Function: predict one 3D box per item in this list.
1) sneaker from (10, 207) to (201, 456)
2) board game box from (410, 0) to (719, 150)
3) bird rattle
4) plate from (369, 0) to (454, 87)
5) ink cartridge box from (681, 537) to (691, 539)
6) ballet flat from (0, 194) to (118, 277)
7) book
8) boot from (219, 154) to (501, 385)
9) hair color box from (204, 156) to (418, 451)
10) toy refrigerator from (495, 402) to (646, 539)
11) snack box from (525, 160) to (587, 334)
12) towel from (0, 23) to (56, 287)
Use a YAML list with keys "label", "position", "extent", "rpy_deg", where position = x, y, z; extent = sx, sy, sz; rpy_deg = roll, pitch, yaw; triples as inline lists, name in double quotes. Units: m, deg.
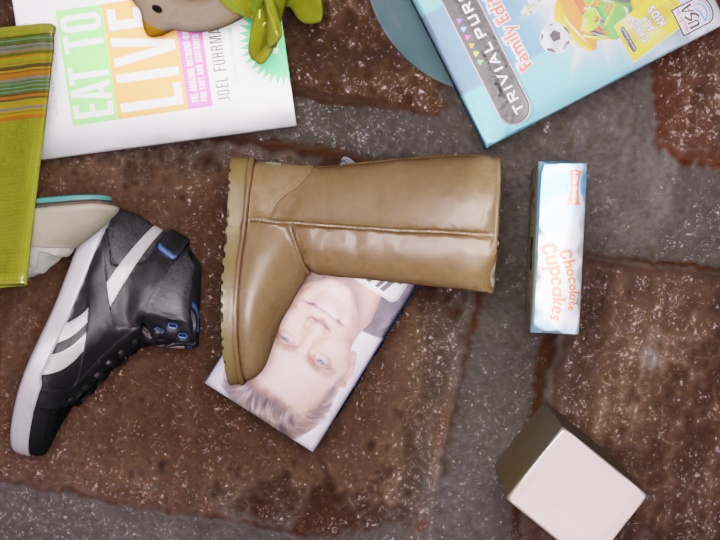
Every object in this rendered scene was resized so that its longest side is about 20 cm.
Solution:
- label: "sneaker"
  position: [-0.182, 0.060, 1.532]
  extent: [0.111, 0.073, 0.201]
  rpy_deg: [21, 90, 3]
- label: "board game box"
  position: [0.147, -0.202, 1.506]
  extent: [0.199, 0.047, 0.152]
  rpy_deg: [-28, 91, 2]
- label: "bird rattle"
  position: [-0.108, -0.246, 1.459]
  extent: [0.162, 0.113, 0.201]
  rpy_deg: [-13, 107, 20]
- label: "plate"
  position: [0.101, -0.235, 1.542]
  extent: [0.199, 0.026, 0.202]
  rpy_deg: [0, 91, 2]
- label: "ink cartridge box"
  position: [0.201, 0.269, 1.463]
  extent: [0.145, 0.200, 0.088]
  rpy_deg: [-25, 87, 3]
- label: "ballet flat"
  position: [-0.265, -0.024, 1.516]
  extent: [0.199, 0.069, 0.070]
  rpy_deg: [1, 91, 29]
- label: "book"
  position: [-0.155, -0.161, 1.545]
  extent: [0.198, 0.048, 0.135]
  rpy_deg: [-9, 92, -1]
- label: "boot"
  position: [0.000, 0.000, 1.470]
  extent: [0.198, 0.066, 0.177]
  rpy_deg: [3, 91, 2]
- label: "hair color box"
  position: [-0.022, 0.025, 1.534]
  extent: [0.100, 0.061, 0.201]
  rpy_deg: [31, 93, 1]
- label: "toy refrigerator"
  position: [0.146, 0.152, 1.461]
  extent: [0.076, 0.200, 0.070]
  rpy_deg: [39, 92, 0]
- label: "snack box"
  position: [0.139, -0.017, 1.458]
  extent: [0.037, 0.200, 0.117]
  rpy_deg: [2, 92, 4]
- label: "towel"
  position: [-0.269, -0.084, 1.485]
  extent: [0.086, 0.018, 0.202]
  rpy_deg: [-5, 72, 27]
